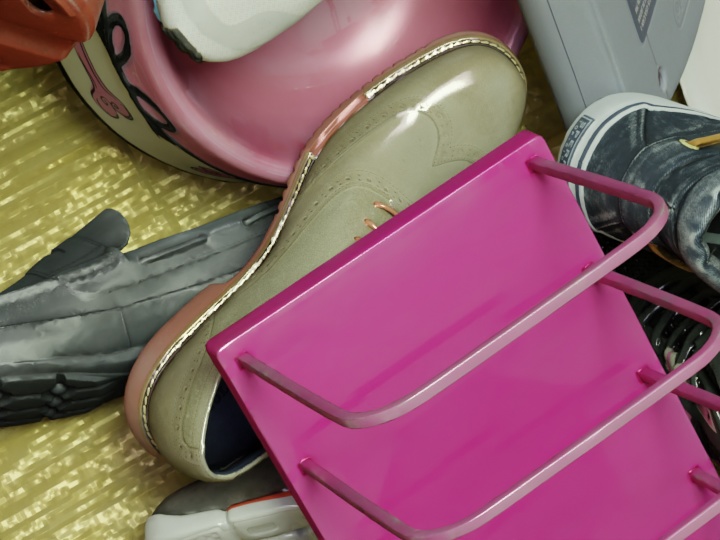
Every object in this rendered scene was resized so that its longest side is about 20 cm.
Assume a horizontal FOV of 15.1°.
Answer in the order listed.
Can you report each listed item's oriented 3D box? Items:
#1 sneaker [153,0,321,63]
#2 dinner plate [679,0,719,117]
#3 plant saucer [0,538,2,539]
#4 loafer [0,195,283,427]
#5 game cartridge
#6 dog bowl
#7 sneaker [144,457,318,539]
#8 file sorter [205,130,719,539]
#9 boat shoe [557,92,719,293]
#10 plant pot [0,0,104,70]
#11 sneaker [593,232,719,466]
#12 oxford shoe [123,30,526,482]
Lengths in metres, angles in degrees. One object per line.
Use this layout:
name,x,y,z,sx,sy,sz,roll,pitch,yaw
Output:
sneaker,0.007,-0.148,0.934,0.200,0.087,0.075,-49,123,0
dinner plate,0.227,-0.093,1.110,0.200,0.024,0.200,2,65,-5
plant saucer,-0.192,0.171,0.947,0.200,0.035,0.200,-10,66,24
loafer,-0.097,0.013,1.038,0.200,0.068,0.070,-12,73,-16
game cartridge,0.099,-0.144,1.045,0.041,0.133,0.200,-9,38,26
dog bowl,-0.019,-0.120,1.023,0.200,0.074,0.200,-8,110,-22
sneaker,0.009,0.062,1.041,0.200,0.077,0.082,-19,59,-1
file sorter,0.070,0.080,0.923,0.139,0.125,0.200,-34,112,-12
boat shoe,0.173,-0.013,0.992,0.200,0.091,0.071,7,108,-31
plant pot,-0.140,-0.183,0.910,0.201,0.201,0.195,12,75,-5
sneaker,0.148,0.038,1.019,0.080,0.086,0.200,-48,57,-2
oxford shoe,0.000,0.000,0.987,0.071,0.074,0.200,39,87,-25
